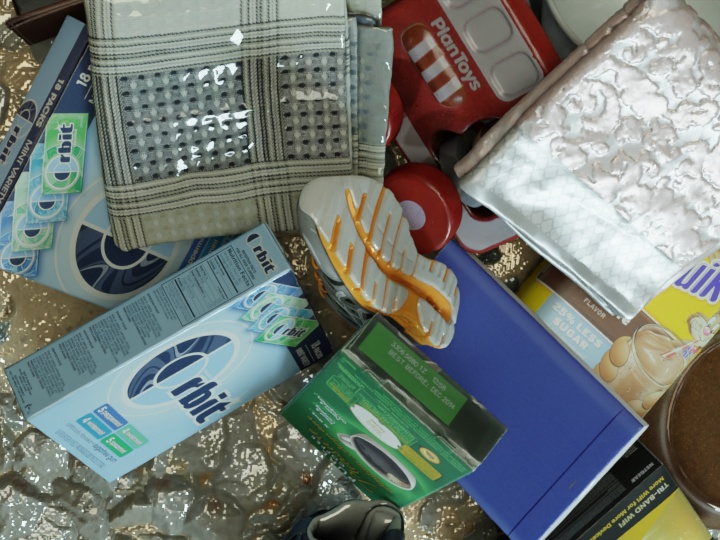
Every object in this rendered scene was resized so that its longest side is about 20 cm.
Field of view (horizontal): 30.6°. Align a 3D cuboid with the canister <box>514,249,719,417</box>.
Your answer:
[{"bbox_3d":[0.216,0.014,1.034,0.148,0.087,0.200,40,91,-8],"label":"canister"}]

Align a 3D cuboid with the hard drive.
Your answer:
[{"bbox_3d":[0.098,0.093,0.988,0.200,0.025,0.132,45,108,21],"label":"hard drive"}]

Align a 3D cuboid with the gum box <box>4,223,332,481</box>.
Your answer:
[{"bbox_3d":[-0.128,0.064,0.943,0.199,0.170,0.045,-29,66,-3],"label":"gum box"}]

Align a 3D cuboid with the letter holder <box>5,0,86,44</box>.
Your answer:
[{"bbox_3d":[-0.160,-0.239,0.918,0.199,0.142,0.101,-19,99,-6],"label":"letter holder"}]

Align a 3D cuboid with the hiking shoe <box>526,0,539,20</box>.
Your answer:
[{"bbox_3d":[0.086,-0.219,1.002,0.086,0.074,0.201,-8,88,-1],"label":"hiking shoe"}]

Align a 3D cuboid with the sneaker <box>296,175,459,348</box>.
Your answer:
[{"bbox_3d":[0.000,0.000,0.915,0.077,0.200,0.079,4,64,30],"label":"sneaker"}]

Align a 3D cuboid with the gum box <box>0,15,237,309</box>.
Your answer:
[{"bbox_3d":[-0.161,-0.058,0.936,0.200,0.044,0.171,26,94,-47],"label":"gum box"}]

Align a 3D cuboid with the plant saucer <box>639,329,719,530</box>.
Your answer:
[{"bbox_3d":[0.321,0.122,1.090,0.199,0.034,0.201,-1,96,-9],"label":"plant saucer"}]

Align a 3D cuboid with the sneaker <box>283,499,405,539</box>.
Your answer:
[{"bbox_3d":[0.018,0.261,1.010,0.202,0.077,0.146,33,122,-11],"label":"sneaker"}]

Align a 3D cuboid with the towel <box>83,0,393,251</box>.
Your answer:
[{"bbox_3d":[-0.075,-0.103,0.877,0.199,0.035,0.193,-6,119,-10],"label":"towel"}]

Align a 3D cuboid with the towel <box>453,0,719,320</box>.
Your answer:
[{"bbox_3d":[0.193,-0.072,0.902,0.200,0.032,0.191,36,113,-30],"label":"towel"}]

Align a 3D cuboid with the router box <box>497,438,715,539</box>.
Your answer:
[{"bbox_3d":[0.177,0.242,1.036,0.200,0.052,0.157,-41,129,-1],"label":"router box"}]

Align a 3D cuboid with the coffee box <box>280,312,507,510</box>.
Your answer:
[{"bbox_3d":[0.017,0.108,0.950,0.123,0.200,0.044,42,66,2],"label":"coffee box"}]

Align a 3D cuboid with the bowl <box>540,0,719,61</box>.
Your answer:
[{"bbox_3d":[0.216,-0.167,0.990,0.200,0.202,0.091,8,140,-10],"label":"bowl"}]

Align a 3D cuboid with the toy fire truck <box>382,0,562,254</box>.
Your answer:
[{"bbox_3d":[0.076,-0.114,0.943,0.168,0.112,0.200,-25,103,40],"label":"toy fire truck"}]
